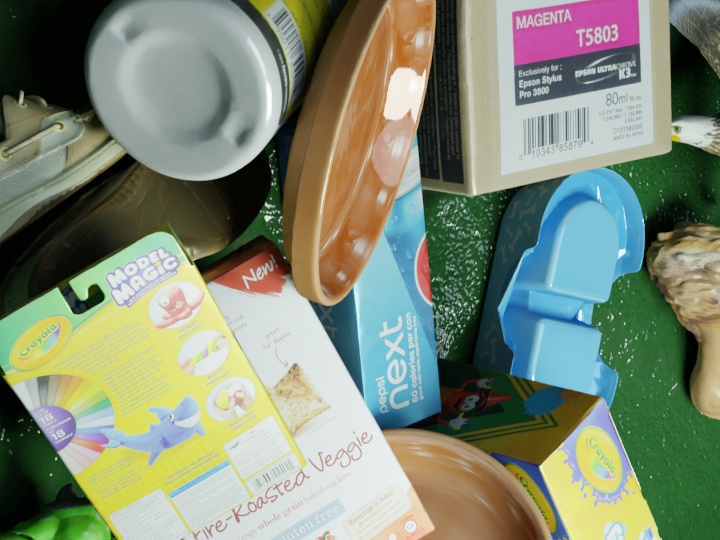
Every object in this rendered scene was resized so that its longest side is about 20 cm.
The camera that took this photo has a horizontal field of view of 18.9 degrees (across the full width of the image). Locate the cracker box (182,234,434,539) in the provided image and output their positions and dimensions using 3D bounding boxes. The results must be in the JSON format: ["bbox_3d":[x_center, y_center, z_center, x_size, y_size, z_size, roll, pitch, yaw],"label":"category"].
[{"bbox_3d":[-0.063,0.098,1.279,0.134,0.058,0.201,-31,101,-6],"label":"cracker box"}]

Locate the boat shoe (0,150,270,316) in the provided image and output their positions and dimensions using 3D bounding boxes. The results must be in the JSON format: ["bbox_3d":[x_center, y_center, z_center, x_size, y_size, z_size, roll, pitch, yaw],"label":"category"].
[{"bbox_3d":[-0.132,-0.025,1.242,0.200,0.066,0.074,-36,107,-42],"label":"boat shoe"}]

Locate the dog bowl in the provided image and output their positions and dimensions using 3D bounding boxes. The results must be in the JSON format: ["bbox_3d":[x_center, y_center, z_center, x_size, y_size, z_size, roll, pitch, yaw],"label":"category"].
[{"bbox_3d":[0.135,0.025,1.517,0.111,0.049,0.201,12,90,-42],"label":"dog bowl"}]

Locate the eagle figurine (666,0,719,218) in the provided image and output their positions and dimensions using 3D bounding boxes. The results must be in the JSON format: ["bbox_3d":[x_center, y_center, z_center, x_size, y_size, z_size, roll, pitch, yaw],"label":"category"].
[{"bbox_3d":[0.275,-0.122,1.545,0.150,0.151,0.201,-11,104,-35],"label":"eagle figurine"}]

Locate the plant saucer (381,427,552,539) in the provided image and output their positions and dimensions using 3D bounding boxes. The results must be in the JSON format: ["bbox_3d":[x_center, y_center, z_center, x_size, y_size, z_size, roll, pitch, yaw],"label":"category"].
[{"bbox_3d":[0.024,0.199,1.334,0.201,0.199,0.037,-62,168,-15],"label":"plant saucer"}]

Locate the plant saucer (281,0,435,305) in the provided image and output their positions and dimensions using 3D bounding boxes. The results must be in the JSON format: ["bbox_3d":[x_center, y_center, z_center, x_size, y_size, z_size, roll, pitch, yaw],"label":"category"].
[{"bbox_3d":[-0.003,-0.080,1.239,0.200,0.032,0.202,16,90,-78],"label":"plant saucer"}]

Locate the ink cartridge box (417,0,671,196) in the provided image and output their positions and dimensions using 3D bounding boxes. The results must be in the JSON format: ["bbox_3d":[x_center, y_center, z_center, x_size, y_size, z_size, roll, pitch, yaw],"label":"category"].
[{"bbox_3d":[0.119,-0.148,1.454,0.199,0.075,0.166,-14,108,-38],"label":"ink cartridge box"}]

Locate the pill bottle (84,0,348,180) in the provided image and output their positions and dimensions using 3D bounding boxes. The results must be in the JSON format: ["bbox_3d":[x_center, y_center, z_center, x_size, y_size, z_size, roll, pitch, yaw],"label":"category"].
[{"bbox_3d":[-0.065,-0.143,1.223,0.200,0.114,0.115,-54,133,-55],"label":"pill bottle"}]

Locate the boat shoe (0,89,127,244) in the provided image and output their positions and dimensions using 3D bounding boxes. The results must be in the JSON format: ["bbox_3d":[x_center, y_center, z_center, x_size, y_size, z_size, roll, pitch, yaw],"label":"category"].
[{"bbox_3d":[-0.188,-0.063,1.194,0.200,0.074,0.067,-41,102,-38],"label":"boat shoe"}]

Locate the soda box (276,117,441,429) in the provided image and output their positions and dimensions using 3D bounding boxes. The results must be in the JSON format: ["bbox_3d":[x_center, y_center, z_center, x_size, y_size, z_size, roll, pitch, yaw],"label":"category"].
[{"bbox_3d":[0.000,0.000,1.380,0.068,0.064,0.201,-18,110,-38],"label":"soda box"}]

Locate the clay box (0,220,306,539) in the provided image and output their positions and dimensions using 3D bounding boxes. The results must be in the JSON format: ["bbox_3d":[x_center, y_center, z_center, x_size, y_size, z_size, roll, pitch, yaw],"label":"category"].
[{"bbox_3d":[-0.118,0.060,1.164,0.114,0.048,0.201,-30,132,-4],"label":"clay box"}]

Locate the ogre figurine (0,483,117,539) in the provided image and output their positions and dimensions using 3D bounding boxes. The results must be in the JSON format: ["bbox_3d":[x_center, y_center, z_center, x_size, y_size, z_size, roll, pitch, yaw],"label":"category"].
[{"bbox_3d":[-0.161,0.211,1.254,0.200,0.098,0.120,41,73,1],"label":"ogre figurine"}]

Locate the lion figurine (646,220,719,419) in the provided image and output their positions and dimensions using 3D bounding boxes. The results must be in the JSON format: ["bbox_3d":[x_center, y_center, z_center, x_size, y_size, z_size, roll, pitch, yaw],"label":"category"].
[{"bbox_3d":[0.279,0.054,1.634,0.122,0.073,0.201,-9,114,-6],"label":"lion figurine"}]

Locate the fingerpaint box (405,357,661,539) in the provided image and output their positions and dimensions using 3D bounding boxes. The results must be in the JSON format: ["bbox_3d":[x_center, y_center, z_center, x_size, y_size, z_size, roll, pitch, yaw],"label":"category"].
[{"bbox_3d":[0.113,0.167,1.443,0.073,0.166,0.201,-42,124,-28],"label":"fingerpaint box"}]
